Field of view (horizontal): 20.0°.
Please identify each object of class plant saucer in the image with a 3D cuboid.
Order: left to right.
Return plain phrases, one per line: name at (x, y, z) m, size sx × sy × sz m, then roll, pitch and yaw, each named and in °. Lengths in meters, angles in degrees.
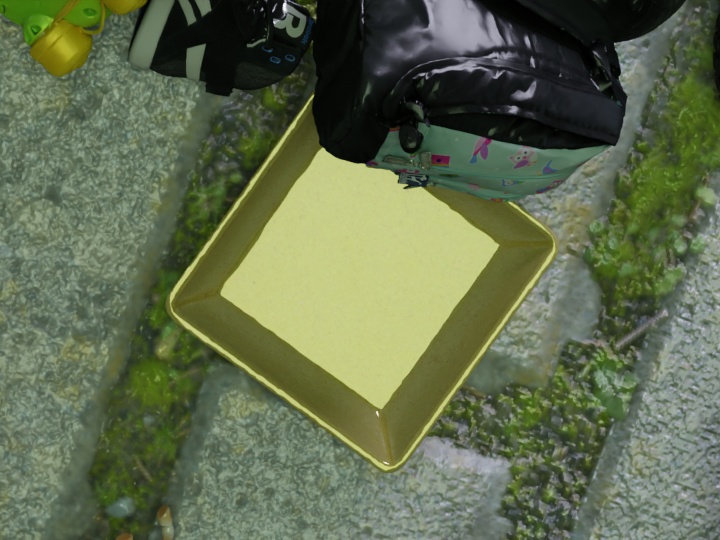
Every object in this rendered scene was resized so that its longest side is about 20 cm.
plant saucer at (0.000, 0.000, 1.387) m, size 0.199 × 0.048 × 0.201 m, roll 36°, pitch 93°, yaw -10°

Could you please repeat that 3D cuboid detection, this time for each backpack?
backpack at (0.069, -0.125, 1.309) m, size 0.198 × 0.126 × 0.169 m, roll 12°, pitch 69°, yaw -26°

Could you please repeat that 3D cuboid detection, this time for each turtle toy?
turtle toy at (-0.181, -0.228, 1.294) m, size 0.146 × 0.101 × 0.200 m, roll 46°, pitch 130°, yaw -10°

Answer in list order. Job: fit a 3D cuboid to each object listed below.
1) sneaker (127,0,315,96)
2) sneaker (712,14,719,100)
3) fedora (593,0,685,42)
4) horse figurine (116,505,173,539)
sneaker at (-0.072, -0.183, 1.299) m, size 0.111 × 0.200 × 0.074 m, roll 16°, pitch 61°, yaw -13°
sneaker at (0.296, -0.186, 1.371) m, size 0.084 × 0.078 × 0.202 m, roll 18°, pitch 96°, yaw -8°
fedora at (0.126, -0.235, 1.328) m, size 0.199 × 0.201 × 0.092 m, roll 21°, pitch 62°, yaw -7°
horse figurine at (-0.182, 0.247, 1.383) m, size 0.198 × 0.050 × 0.134 m, roll -19°, pitch 114°, yaw -23°
